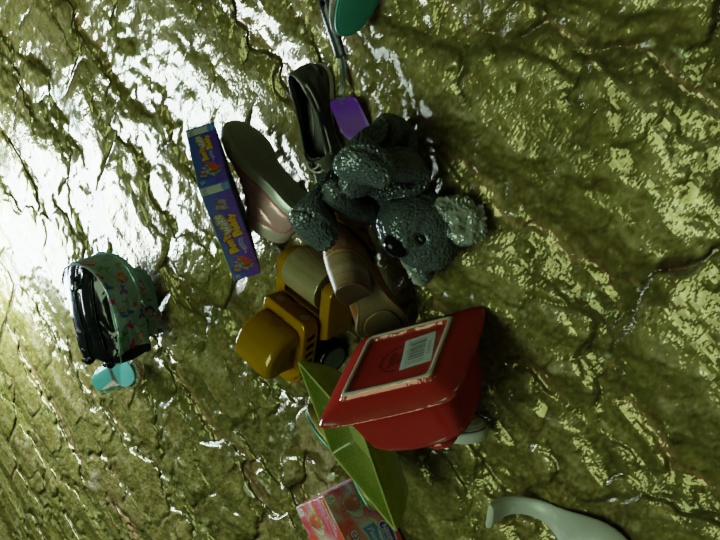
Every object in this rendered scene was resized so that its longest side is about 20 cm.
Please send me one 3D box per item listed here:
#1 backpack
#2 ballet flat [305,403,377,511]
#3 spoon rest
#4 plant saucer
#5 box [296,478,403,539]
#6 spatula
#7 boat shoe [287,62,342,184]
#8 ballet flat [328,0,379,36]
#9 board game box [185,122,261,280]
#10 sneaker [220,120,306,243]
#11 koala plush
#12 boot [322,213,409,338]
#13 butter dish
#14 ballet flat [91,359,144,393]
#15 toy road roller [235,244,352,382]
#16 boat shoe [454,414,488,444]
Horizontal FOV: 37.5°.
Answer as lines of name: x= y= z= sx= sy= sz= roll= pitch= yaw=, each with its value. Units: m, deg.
backpack: x=-0.474 y=0.063 z=2.010 sx=0.177 sy=0.150 sz=0.200 roll=5 pitch=118 yaw=46
ballet flat: x=-0.007 y=0.274 z=1.636 sx=0.063 sy=0.069 sz=0.200 roll=-43 pitch=74 yaw=21
spoon rest: x=0.260 y=0.338 z=1.347 sx=0.200 sy=0.061 sz=0.099 roll=22 pitch=125 yaw=27
plant saucer: x=-0.001 y=0.235 z=1.490 sx=0.200 sy=0.048 sz=0.200 roll=42 pitch=155 yaw=50
box: x=0.000 y=0.430 z=1.656 sx=0.095 sy=0.103 sz=0.200 roll=-36 pitch=77 yaw=51
spatula: x=-0.027 y=-0.270 z=1.419 sx=0.056 sy=0.021 sz=0.200 roll=-3 pitch=104 yaw=45
boat shoe: x=-0.064 y=-0.187 z=1.474 sx=0.067 sy=0.057 sz=0.200 roll=10 pitch=114 yaw=48
ballet flat: x=0.002 y=-0.387 z=1.308 sx=0.067 sy=0.068 sz=0.200 roll=62 pitch=141 yaw=40
board game box: x=-0.204 y=-0.101 z=1.592 sx=0.200 sy=0.045 sz=0.135 roll=76 pitch=176 yaw=-47
sneaker: x=-0.158 y=-0.126 z=1.600 sx=0.200 sy=0.075 sz=0.105 roll=51 pitch=134 yaw=15
koala plush: x=0.053 y=-0.079 z=1.332 sx=0.200 sy=0.184 sz=0.177 roll=42 pitch=132 yaw=-1
boot: x=0.000 y=0.000 z=1.461 sx=0.077 sy=0.200 sz=0.155 roll=-25 pitch=54 yaw=18
butter dish: x=0.079 y=0.163 z=1.352 sx=0.199 sy=0.200 sz=0.148 roll=-17 pitch=114 yaw=28
ballet flat: x=-0.479 y=0.205 z=2.156 sx=0.200 sy=0.064 sz=0.076 roll=-16 pitch=91 yaw=50
toy road roller: x=-0.102 y=0.075 z=1.572 sx=0.123 sy=0.146 sz=0.200 roll=35 pitch=131 yaw=35
boat shoe: x=0.092 y=0.175 z=1.453 sx=0.200 sy=0.071 sz=0.070 roll=21 pitch=117 yaw=45
